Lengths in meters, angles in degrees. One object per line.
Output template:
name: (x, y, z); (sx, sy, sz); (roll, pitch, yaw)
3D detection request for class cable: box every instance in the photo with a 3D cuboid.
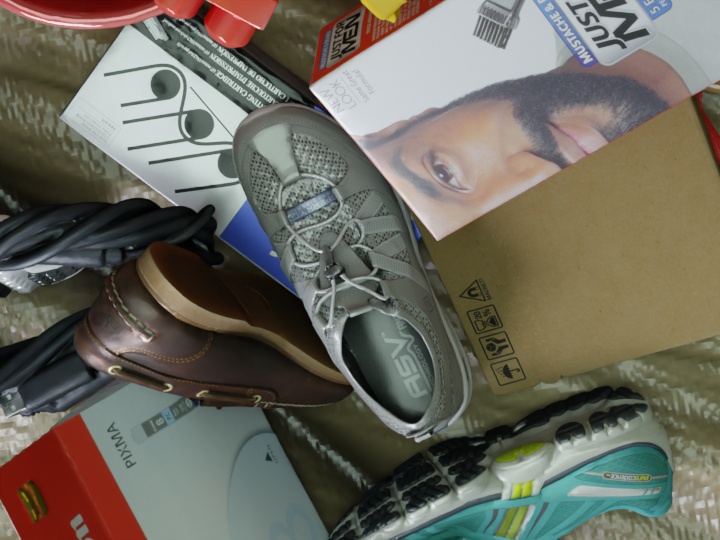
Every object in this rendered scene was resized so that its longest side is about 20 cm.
cable: (-0.166, 0.010, 1.138); (0.200, 0.163, 0.051); (-31, 56, 18)

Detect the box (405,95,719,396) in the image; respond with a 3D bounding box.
box: (0.112, -0.034, 1.121); (0.163, 0.021, 0.200); (-17, 119, 16)

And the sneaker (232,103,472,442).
sneaker: (0.000, 0.000, 1.112); (0.075, 0.082, 0.200); (-32, 96, 9)

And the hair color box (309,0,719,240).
hair color box: (0.088, -0.112, 1.021); (0.200, 0.064, 0.111); (-30, 117, 24)

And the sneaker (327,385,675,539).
sneaker: (0.078, 0.134, 1.177); (0.200, 0.078, 0.080); (-19, 105, 7)

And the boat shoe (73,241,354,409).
boat shoe: (-0.073, 0.039, 1.128); (0.070, 0.200, 0.070); (-46, 53, 15)

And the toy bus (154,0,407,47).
toy bus: (-0.003, -0.179, 0.944); (0.200, 0.136, 0.192); (25, 113, -11)

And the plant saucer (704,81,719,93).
plant saucer: (0.208, -0.194, 1.137); (0.200, 0.037, 0.200); (1, 98, 5)

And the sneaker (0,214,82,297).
sneaker: (-0.251, -0.028, 1.181); (0.200, 0.075, 0.081); (4, 79, -1)

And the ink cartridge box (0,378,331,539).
ink cartridge box: (-0.096, 0.134, 1.124); (0.047, 0.200, 0.160); (-24, 96, 26)

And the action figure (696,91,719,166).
action figure: (0.154, -0.078, 1.134); (0.200, 0.065, 0.052); (42, 61, -18)

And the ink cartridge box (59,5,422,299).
ink cartridge box: (-0.057, -0.064, 1.171); (0.200, 0.044, 0.094); (37, 101, -2)

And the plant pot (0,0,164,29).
plant pot: (-0.125, -0.226, 1.087); (0.200, 0.177, 0.201); (0, 98, 3)
